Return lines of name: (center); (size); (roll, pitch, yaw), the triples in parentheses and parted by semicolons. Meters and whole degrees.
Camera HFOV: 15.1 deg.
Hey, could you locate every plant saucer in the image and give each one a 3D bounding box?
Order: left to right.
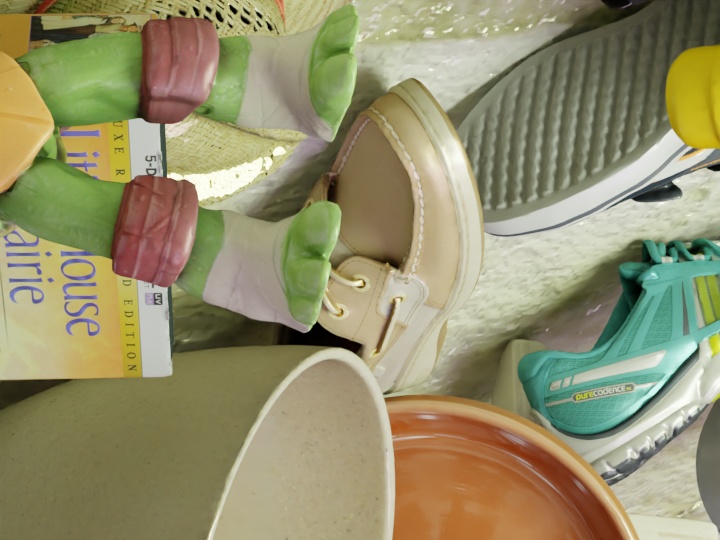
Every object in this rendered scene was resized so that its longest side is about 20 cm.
plant saucer: (0.031, 0.152, 1.199); (0.200, 0.200, 0.032); (-35, -176, 14)

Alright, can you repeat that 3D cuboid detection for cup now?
cup: (-0.089, 0.118, 1.110); (0.143, 0.201, 0.200); (11, 159, 21)

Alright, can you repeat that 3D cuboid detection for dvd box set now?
dvd box set: (-0.163, -0.020, 0.901); (0.200, 0.029, 0.146); (0, 135, -3)

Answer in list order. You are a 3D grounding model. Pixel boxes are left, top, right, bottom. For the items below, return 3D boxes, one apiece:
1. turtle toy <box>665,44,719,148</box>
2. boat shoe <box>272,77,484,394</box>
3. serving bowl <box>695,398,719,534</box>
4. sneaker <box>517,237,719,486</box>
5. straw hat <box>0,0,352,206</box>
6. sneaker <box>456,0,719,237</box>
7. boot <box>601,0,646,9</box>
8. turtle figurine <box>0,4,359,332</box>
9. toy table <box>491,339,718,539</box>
turtle toy: (0.203, -0.091, 0.997); (0.145, 0.101, 0.200); (-2, 176, 28)
boat shoe: (0.000, 0.000, 1.116); (0.069, 0.074, 0.200); (-22, 151, -20)
serving bowl: (0.235, 0.047, 1.335); (0.200, 0.066, 0.200); (-42, -178, 2)
sneaker: (0.160, 0.014, 1.266); (0.200, 0.080, 0.078); (-38, 173, -16)
straw hat: (-0.066, -0.068, 0.943); (0.201, 0.085, 0.201); (-20, 149, -12)
sneaker: (0.131, -0.069, 1.108); (0.200, 0.079, 0.079); (-34, 144, 9)
boot: (0.126, -0.162, 0.968); (0.138, 0.078, 0.200); (-27, 150, 9)
turtle figurine: (-0.097, -0.057, 0.766); (0.194, 0.144, 0.200); (9, 123, -7)
toy table: (0.069, 0.139, 1.306); (0.200, 0.184, 0.117); (-4, 157, -19)
